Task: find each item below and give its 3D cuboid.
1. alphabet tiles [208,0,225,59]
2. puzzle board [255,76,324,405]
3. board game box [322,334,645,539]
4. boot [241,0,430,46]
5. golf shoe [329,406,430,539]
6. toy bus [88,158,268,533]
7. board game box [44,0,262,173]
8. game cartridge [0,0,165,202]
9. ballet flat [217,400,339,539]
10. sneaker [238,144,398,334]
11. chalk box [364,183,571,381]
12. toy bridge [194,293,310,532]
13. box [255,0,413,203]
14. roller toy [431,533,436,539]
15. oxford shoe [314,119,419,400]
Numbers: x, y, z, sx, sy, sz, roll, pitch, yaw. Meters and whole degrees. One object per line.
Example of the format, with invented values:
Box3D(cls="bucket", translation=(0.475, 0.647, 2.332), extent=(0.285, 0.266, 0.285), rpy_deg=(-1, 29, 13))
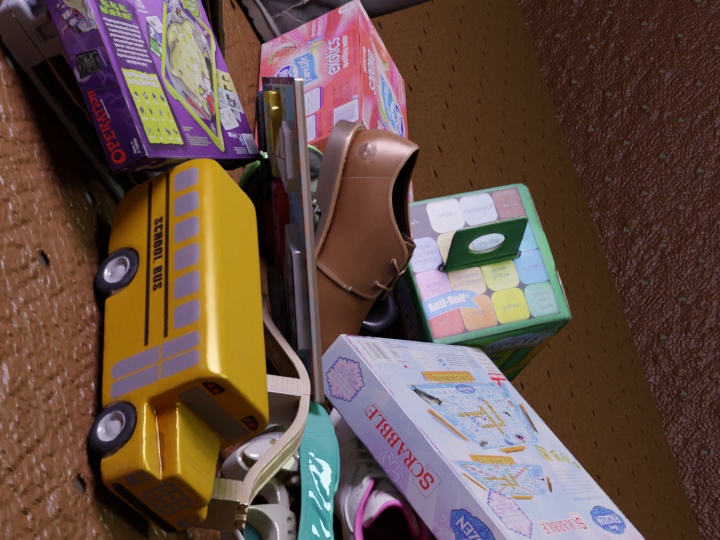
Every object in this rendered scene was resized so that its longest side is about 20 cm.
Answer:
Box3D(cls="alphabet tiles", translation=(-0.118, -0.270, 1.102), extent=(0.167, 0.006, 0.201), rpy_deg=(94, -13, -56))
Box3D(cls="puzzle board", translation=(-0.049, -0.026, 0.934), extent=(0.151, 0.017, 0.201), rpy_deg=(-144, -131, -77))
Box3D(cls="board game box", translation=(0.085, 0.132, 0.981), extent=(0.200, 0.041, 0.200), rpy_deg=(50, 21, 27))
Box3D(cls="boot", translation=(-0.017, -0.287, 1.243), extent=(0.182, 0.199, 0.073), rpy_deg=(57, 18, -34))
Box3D(cls="golf shoe", translation=(0.017, 0.153, 0.958), extent=(0.092, 0.075, 0.201), rpy_deg=(107, -20, -47))
Box3D(cls="toy bus", translation=(-0.096, 0.037, 0.780), extent=(0.065, 0.078, 0.201), rpy_deg=(52, 22, -44))
Box3D(cls="board game box", translation=(-0.122, -0.119, 0.871), extent=(0.200, 0.032, 0.121), rpy_deg=(-14, 87, -75))
Box3D(cls="game cartridge", translation=(-0.149, -0.114, 0.888), extent=(0.200, 0.040, 0.134), rpy_deg=(58, 22, -32))
Box3D(cls="ballet flat", translation=(-0.049, 0.140, 0.837), extent=(0.070, 0.067, 0.201), rpy_deg=(34, 31, -30))
Box3D(cls="sneaker", translation=(-0.022, -0.023, 1.078), extent=(0.084, 0.077, 0.200), rpy_deg=(43, -5, 45))
Box3D(cls="chalk box", translation=(0.083, 0.015, 1.156), extent=(0.200, 0.124, 0.125), rpy_deg=(118, -41, -65))
Box3D(cls="toy bridge", translation=(-0.064, 0.075, 0.851), extent=(0.200, 0.067, 0.027), rpy_deg=(-89, -171, -55))
Box3D(cls="box", translation=(-0.023, -0.125, 1.196), extent=(0.095, 0.102, 0.201), rpy_deg=(57, 18, -34))
Box3D(cls="roller toy", translation=(0.118, 0.266, 1.071), extent=(0.182, 0.139, 0.201), rpy_deg=(43, 29, -57))
Box3D(cls="oxford shoe", translation=(0.000, 0.000, 1.003), extent=(0.071, 0.071, 0.201), rpy_deg=(-26, 127, -72))
